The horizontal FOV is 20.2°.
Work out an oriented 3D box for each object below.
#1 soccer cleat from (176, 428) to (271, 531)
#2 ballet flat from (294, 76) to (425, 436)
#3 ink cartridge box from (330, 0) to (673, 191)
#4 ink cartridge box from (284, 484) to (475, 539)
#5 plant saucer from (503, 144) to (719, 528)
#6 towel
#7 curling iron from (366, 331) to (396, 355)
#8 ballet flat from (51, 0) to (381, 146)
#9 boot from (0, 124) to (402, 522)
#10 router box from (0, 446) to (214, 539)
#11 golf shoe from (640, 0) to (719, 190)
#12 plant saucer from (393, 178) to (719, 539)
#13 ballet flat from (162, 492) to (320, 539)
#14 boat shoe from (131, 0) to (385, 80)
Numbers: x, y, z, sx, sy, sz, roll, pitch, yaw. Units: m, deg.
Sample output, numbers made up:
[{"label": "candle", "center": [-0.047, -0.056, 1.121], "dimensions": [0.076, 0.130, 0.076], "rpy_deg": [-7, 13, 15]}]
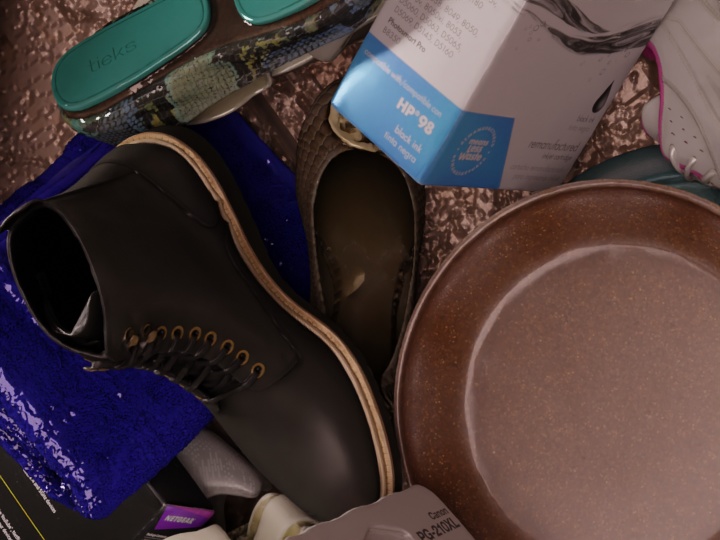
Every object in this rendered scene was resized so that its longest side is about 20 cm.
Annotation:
[{"label": "soccer cleat", "center": [-0.109, 0.175, 1.032], "dimensions": [0.086, 0.070, 0.201], "rpy_deg": [23, 102, 8]}, {"label": "ballet flat", "center": [0.000, 0.000, 0.955], "dimensions": [0.067, 0.046, 0.202], "rpy_deg": [7, 74, -11]}, {"label": "ink cartridge box", "center": [0.085, -0.135, 0.895], "dimensions": [0.067, 0.115, 0.201], "rpy_deg": [43, 115, 29]}, {"label": "ink cartridge box", "center": [-0.033, 0.199, 0.868], "dimensions": [0.084, 0.145, 0.200], "rpy_deg": [45, 113, 17]}, {"label": "plant saucer", "center": [0.154, 0.034, 0.942], "dimensions": [0.198, 0.027, 0.202], "rpy_deg": [-2, 77, 9]}, {"label": "towel", "center": [-0.107, 0.004, 0.956], "dimensions": [0.148, 0.050, 0.200], "rpy_deg": [43, 60, 4]}, {"label": "curling iron", "center": [-0.061, 0.046, 1.018], "dimensions": [0.198, 0.050, 0.026], "rpy_deg": [-3, 81, 16]}, {"label": "ballet flat", "center": [-0.047, -0.112, 0.915], "dimensions": [0.199, 0.074, 0.075], "rpy_deg": [-23, 93, 24]}, {"label": "boot", "center": [-0.071, 0.042, 0.861], "dimensions": [0.077, 0.138, 0.201], "rpy_deg": [-37, 90, 25]}, {"label": "router box", "center": [-0.185, 0.095, 1.010], "dimensions": [0.149, 0.051, 0.200], "rpy_deg": [-45, 65, 13]}, {"label": "golf shoe", "center": [0.182, -0.053, 0.917], "dimensions": [0.091, 0.075, 0.201], "rpy_deg": [-26, 62, 24]}, {"label": "plant saucer", "center": [0.114, 0.061, 0.902], "dimensions": [0.199, 0.037, 0.202], "rpy_deg": [-1, 86, 19]}, {"label": "ballet flat", "center": [-0.061, 0.148, 0.960], "dimensions": [0.068, 0.199, 0.076], "rpy_deg": [38, 137, 39]}, {"label": "boat shoe", "center": [-0.015, -0.139, 0.970], "dimensions": [0.200, 0.060, 0.073], "rpy_deg": [-21, 87, 14]}]
